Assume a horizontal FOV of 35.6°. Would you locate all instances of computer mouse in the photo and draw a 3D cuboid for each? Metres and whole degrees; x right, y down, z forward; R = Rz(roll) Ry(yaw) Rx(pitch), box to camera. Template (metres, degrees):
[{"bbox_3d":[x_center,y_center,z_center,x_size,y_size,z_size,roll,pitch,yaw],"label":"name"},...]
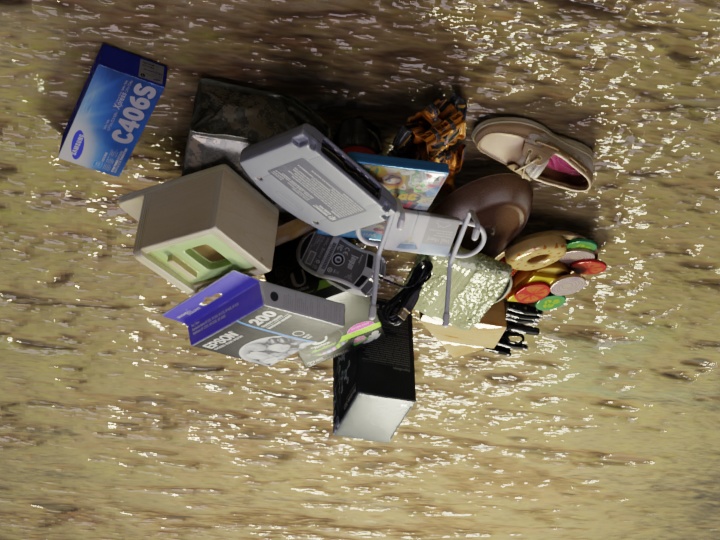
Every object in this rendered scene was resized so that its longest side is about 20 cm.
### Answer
[{"bbox_3d":[0.000,0.000,1.665,0.199,0.110,0.044,25,169,11],"label":"computer mouse"}]

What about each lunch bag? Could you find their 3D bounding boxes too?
[{"bbox_3d":[-0.145,-0.165,1.577,0.199,0.118,0.164,11,144,-8],"label":"lunch bag"}]

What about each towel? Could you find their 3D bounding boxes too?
[{"bbox_3d":[0.143,0.025,1.737,0.148,0.037,0.200,20,147,-6],"label":"towel"}]

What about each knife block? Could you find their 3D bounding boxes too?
[{"bbox_3d":[0.216,0.081,1.947,0.175,0.064,0.200,-21,138,22],"label":"knife block"}]

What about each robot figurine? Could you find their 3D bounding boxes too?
[{"bbox_3d":[0.101,-0.163,1.596,0.145,0.058,0.200,-35,156,-20],"label":"robot figurine"}]

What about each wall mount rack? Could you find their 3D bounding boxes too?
[{"bbox_3d":[0.086,-0.013,1.600,0.199,0.075,0.175,7,123,-16],"label":"wall mount rack"}]

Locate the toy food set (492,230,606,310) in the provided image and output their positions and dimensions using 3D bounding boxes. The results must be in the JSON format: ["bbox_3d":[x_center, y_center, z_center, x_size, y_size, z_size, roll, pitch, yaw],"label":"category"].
[{"bbox_3d":[0.300,-0.002,1.833,0.197,0.049,0.200,7,145,-27],"label":"toy food set"}]

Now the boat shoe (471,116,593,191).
[{"bbox_3d":[0.256,-0.165,1.627,0.199,0.070,0.074,13,140,-18],"label":"boat shoe"}]

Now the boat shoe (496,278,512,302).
[{"bbox_3d":[0.166,0.028,1.815,0.063,0.074,0.201,-18,-176,-35],"label":"boat shoe"}]

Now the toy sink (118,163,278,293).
[{"bbox_3d":[-0.234,-0.048,1.560,0.199,0.113,0.130,-12,146,29],"label":"toy sink"}]

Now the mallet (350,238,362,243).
[{"bbox_3d":[0.072,-0.056,1.793,0.199,0.041,0.066,5,143,-2],"label":"mallet"}]

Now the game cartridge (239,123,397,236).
[{"bbox_3d":[-0.060,-0.117,1.502,0.133,0.041,0.200,-19,140,34],"label":"game cartridge"}]

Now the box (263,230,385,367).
[{"bbox_3d":[-0.059,0.042,1.793,0.148,0.125,0.200,-21,149,-1],"label":"box"}]

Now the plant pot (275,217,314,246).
[{"bbox_3d":[-0.143,-0.045,1.694,0.199,0.200,0.028,-22,94,24],"label":"plant pot"}]

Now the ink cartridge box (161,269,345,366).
[{"bbox_3d":[-0.158,0.074,1.636,0.199,0.044,0.198,19,147,-34],"label":"ink cartridge box"}]

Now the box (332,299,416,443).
[{"bbox_3d":[0.021,0.173,1.948,0.106,0.201,0.149,10,140,-15],"label":"box"}]

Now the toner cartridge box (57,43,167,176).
[{"bbox_3d":[-0.347,-0.219,1.563,0.095,0.043,0.200,18,139,-21],"label":"toner cartridge box"}]

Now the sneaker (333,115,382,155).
[{"bbox_3d":[0.004,-0.163,1.623,0.070,0.099,0.200,-7,165,9],"label":"sneaker"}]

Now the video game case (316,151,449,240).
[{"bbox_3d":[0.028,-0.099,1.582,0.142,0.018,0.200,5,152,-13],"label":"video game case"}]

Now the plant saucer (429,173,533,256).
[{"bbox_3d":[0.183,-0.067,1.721,0.199,0.037,0.201,-20,149,-12],"label":"plant saucer"}]
